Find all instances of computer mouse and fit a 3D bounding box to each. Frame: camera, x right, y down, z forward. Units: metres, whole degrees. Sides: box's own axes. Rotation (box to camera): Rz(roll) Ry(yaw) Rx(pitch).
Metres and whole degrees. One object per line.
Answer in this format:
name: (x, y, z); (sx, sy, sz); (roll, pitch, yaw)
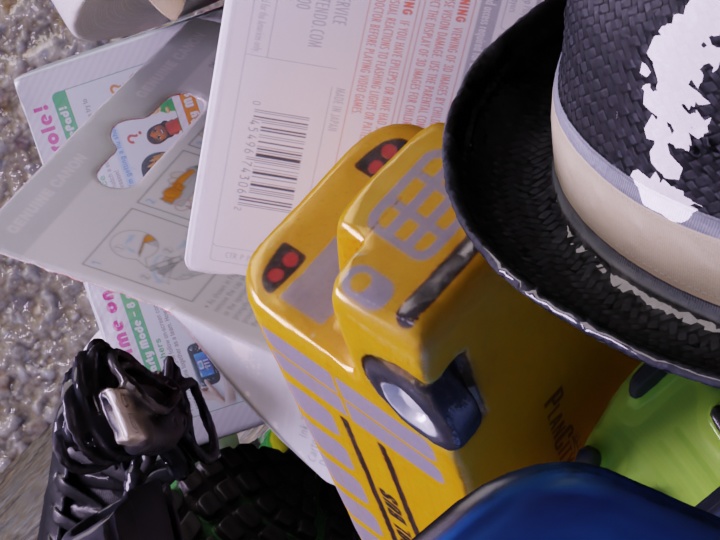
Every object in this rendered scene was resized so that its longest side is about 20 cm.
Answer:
computer mouse: (-0.069, 0.125, 0.853); (0.138, 0.053, 0.200); (36, -117, -81)

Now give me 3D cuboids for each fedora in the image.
fedora: (0.108, -0.057, 0.530); (0.200, 0.092, 0.201); (-7, 33, 5)

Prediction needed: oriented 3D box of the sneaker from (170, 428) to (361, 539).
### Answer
sneaker: (-0.038, 0.109, 1.021); (0.085, 0.078, 0.200); (-49, -6, 27)

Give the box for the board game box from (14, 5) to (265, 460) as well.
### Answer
board game box: (-0.005, -0.033, 0.989); (0.200, 0.148, 0.064); (-17, 8, 3)

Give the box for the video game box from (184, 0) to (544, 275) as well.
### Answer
video game box: (0.058, -0.067, 0.679); (0.200, 0.182, 0.047); (104, 174, -47)

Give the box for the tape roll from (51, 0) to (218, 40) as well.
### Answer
tape roll: (-0.016, -0.142, 0.892); (0.203, 0.037, 0.203); (-31, -4, -2)

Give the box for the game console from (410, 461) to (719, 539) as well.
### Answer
game console: (0.010, 0.086, 0.538); (0.200, 0.118, 0.171); (-42, 16, 23)

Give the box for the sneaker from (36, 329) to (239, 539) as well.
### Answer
sneaker: (-0.104, 0.124, 1.093); (0.112, 0.073, 0.200); (-57, -20, -46)

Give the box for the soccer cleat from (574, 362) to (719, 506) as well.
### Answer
soccer cleat: (0.126, 0.012, 0.649); (0.200, 0.065, 0.084); (-49, -24, 4)

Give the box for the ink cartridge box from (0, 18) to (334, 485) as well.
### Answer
ink cartridge box: (0.000, 0.000, 0.878); (0.160, 0.200, 0.047); (-53, -22, -50)

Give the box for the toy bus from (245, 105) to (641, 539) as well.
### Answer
toy bus: (0.028, 0.029, 0.682); (0.065, 0.078, 0.200); (-47, -29, -15)

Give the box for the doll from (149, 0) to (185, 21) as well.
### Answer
doll: (0.014, -0.147, 0.720); (0.200, 0.048, 0.136); (-40, 20, 7)
